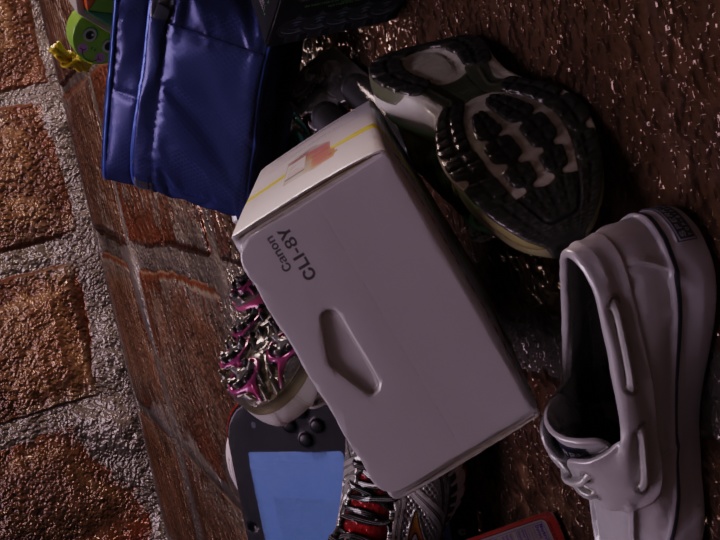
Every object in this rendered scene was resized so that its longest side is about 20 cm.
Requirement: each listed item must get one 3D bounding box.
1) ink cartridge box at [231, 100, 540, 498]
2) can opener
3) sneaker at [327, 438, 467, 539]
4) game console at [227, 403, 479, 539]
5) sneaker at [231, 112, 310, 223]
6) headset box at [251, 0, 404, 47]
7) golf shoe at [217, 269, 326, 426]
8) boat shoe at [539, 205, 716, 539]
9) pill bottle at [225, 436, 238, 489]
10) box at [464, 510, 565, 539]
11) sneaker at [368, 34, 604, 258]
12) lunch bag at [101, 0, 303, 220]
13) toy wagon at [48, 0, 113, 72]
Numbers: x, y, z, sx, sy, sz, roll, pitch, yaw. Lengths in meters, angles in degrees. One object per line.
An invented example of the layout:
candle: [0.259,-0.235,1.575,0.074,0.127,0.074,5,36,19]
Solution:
ink cartridge box: [0.012,0.005,0.667,0.146,0.083,0.200,58,-173,-12]
can opener: [0.004,-0.092,0.869,0.067,0.053,0.200,48,-178,-36]
sneaker: [0.018,0.165,0.830,0.077,0.082,0.203,14,122,34]
game console: [-0.001,0.178,0.921,0.031,0.174,0.203,-38,-57,-59]
sneaker: [-0.074,-0.117,1.070,0.091,0.077,0.203,-19,89,58]
headset box: [-0.025,-0.246,0.732,0.200,0.092,0.176,126,127,-69]
golf shoe: [-0.033,0.047,0.795,0.092,0.072,0.200,52,-169,-16]
boat shoe: [0.112,0.067,0.590,0.074,0.064,0.203,-134,34,-58]
pill bottle: [-0.034,0.175,1.074,0.200,0.112,0.115,-148,46,-67]
box: [0.092,0.255,0.747,0.095,0.101,0.202,115,136,-61]
sneaker: [0.069,-0.049,0.656,0.201,0.076,0.089,-120,9,-56]
lunch bag: [-0.116,-0.150,0.933,0.136,0.130,0.202,-69,-7,-55]
toy wagon: [-0.159,-0.226,0.986,0.201,0.154,0.040,-51,45,11]
